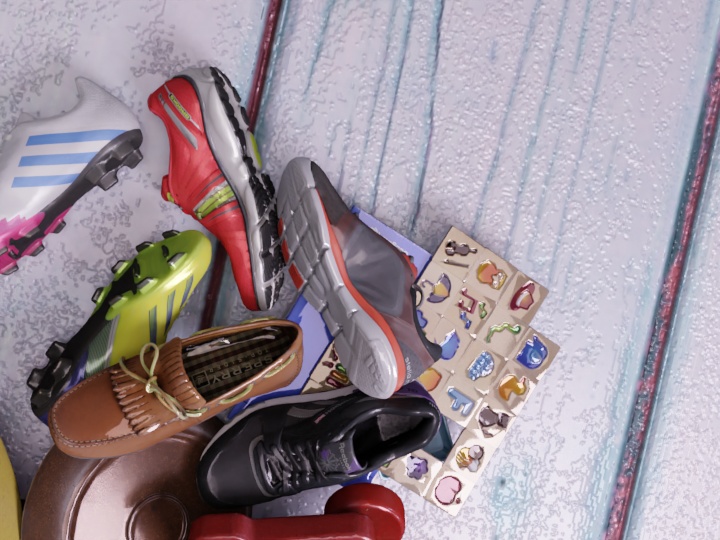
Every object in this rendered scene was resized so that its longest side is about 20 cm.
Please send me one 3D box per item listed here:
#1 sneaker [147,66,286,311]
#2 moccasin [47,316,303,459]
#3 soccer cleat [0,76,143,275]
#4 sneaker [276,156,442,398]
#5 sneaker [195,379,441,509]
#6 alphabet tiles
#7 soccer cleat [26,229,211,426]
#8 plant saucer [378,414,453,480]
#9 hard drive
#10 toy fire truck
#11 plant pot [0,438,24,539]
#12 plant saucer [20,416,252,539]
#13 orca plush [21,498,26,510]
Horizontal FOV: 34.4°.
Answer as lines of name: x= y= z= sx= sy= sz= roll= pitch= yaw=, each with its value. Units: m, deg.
sneaker: x=-0.117 y=-0.061 z=0.938 sx=0.084 sy=0.077 sz=0.202 roll=-16 pitch=96 yaw=14
moccasin: x=-0.135 y=0.085 z=0.871 sx=0.199 sy=0.078 sz=0.074 roll=-13 pitch=67 yaw=-16
soccer cleat: x=-0.263 y=-0.069 z=0.914 sx=0.200 sy=0.070 sz=0.087 roll=-40 pitch=83 yaw=-6
sneaker: x=0.000 y=0.000 z=0.912 sx=0.081 sy=0.077 sz=0.202 roll=-18 pitch=78 yaw=-31
sneaker: x=-0.034 y=0.133 z=0.895 sx=0.198 sy=0.088 sz=0.077 roll=-22 pitch=97 yaw=-5
alphabet tiles: x=0.062 y=0.075 z=0.950 sx=0.166 sy=0.008 sz=0.201 roll=32 pitch=90 yaw=-8
soccer cleat: x=-0.180 y=0.052 z=0.927 sx=0.200 sy=0.065 sz=0.084 roll=-48 pitch=122 yaw=6
plant saucer: x=0.022 y=0.072 z=0.983 sx=0.069 sy=0.019 sz=0.202 roll=-16 pitch=96 yaw=-6
hard drive: x=-0.003 y=0.066 z=0.958 sx=0.131 sy=0.025 sz=0.201 roll=31 pitch=90 yaw=-8
toy fire truck: x=-0.045 y=0.261 z=0.918 sx=0.166 sy=0.113 sz=0.202 roll=-2 pitch=130 yaw=1
plant pot: x=-0.360 y=0.183 z=0.831 sx=0.192 sy=0.195 sz=0.203 roll=0 pitch=76 yaw=16
plant saucer: x=-0.165 y=0.199 z=0.915 sx=0.198 sy=0.034 sz=0.203 roll=-3 pitch=95 yaw=-33
orca plush: x=-0.251 y=0.228 z=0.927 sx=0.197 sy=0.071 sz=0.107 roll=2 pitch=95 yaw=-9
